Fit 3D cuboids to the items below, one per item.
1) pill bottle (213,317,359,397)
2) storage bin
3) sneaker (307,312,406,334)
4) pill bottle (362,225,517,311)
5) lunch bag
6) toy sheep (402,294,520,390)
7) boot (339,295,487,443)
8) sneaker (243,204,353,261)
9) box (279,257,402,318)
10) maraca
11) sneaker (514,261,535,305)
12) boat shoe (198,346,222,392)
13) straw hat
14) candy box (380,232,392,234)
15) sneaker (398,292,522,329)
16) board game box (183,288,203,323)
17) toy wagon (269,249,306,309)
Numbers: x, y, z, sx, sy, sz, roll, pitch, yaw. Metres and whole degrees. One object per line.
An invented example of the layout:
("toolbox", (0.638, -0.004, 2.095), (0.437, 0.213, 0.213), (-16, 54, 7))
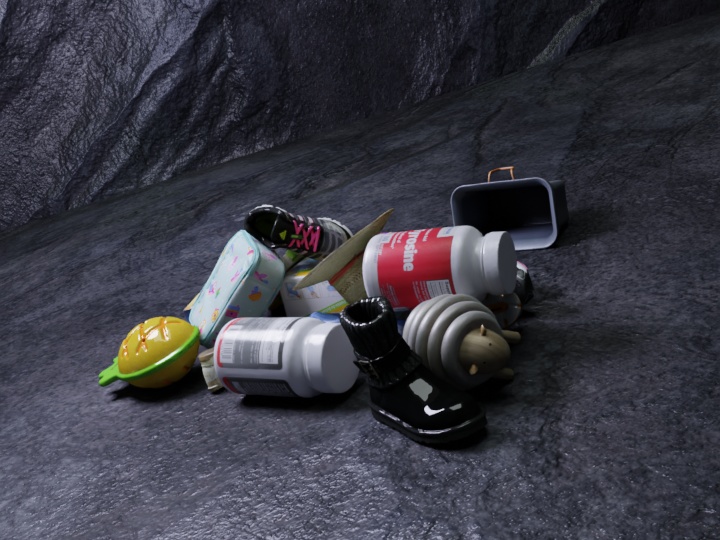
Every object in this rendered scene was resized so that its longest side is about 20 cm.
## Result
("pill bottle", (-0.104, 0.124, 1.426), (0.198, 0.115, 0.114), (-2, 22, 36))
("storage bin", (0.285, -0.120, 1.826), (0.198, 0.147, 0.134), (-4, 10, 31))
("sneaker", (0.002, 0.092, 1.474), (0.199, 0.079, 0.089), (11, 48, 40))
("pill bottle", (0.112, -0.003, 1.385), (0.198, 0.113, 0.112), (-5, 20, 26))
("lunch bag", (-0.215, 0.039, 1.666), (0.201, 0.077, 0.160), (-57, 29, 9))
("toy sheep", (0.124, 0.094, 1.308), (0.137, 0.139, 0.199), (-25, 18, -29))
("boot", (0.058, 0.120, 1.225), (0.079, 0.159, 0.210), (-27, 21, -34))
("sneaker", (-0.109, -0.059, 1.631), (0.198, 0.075, 0.087), (18, 12, 18))
("box", (-0.020, 0.034, 1.648), (0.198, 0.102, 0.112), (-6, 19, 28))
("maraca", (-0.343, 0.138, 1.606), (0.198, 0.108, 0.137), (-18, 17, 31))
("sneaker", (0.176, 0.045, 1.515), (0.199, 0.081, 0.086), (-16, 17, 47))
("boat shoe", (-0.154, 0.132, 1.561), (0.199, 0.064, 0.073), (-17, 4, -27))
("straw hat", (0.000, 0.000, 1.497), (0.201, 0.085, 0.201), (-39, -2, -1))
("candy box", (-0.013, -0.023, 1.836), (0.116, 0.057, 0.200), (-24, 7, -16))
("sneaker", (0.147, 0.076, 1.451), (0.198, 0.079, 0.077), (-11, -8, 22))
("board game box", (-0.246, 0.043, 1.927), (0.134, 0.035, 0.200), (-10, 18, 16))
("toy wagon", (-0.127, -0.004, 1.767), (0.155, 0.040, 0.200), (-41, -11, -36))
